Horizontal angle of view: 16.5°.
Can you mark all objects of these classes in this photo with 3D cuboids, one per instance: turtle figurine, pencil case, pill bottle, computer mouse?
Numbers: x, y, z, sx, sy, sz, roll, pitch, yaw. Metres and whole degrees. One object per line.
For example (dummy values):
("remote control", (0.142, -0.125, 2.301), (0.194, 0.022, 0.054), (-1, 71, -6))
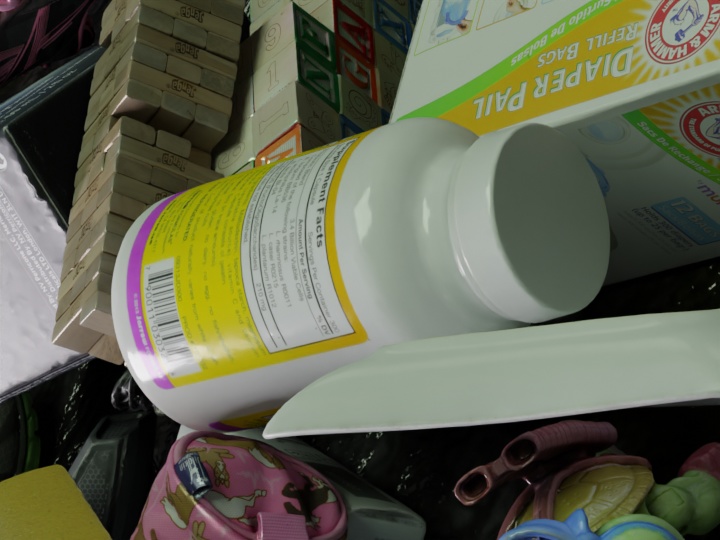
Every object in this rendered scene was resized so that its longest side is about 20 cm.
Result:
("turtle figurine", (0.111, 0.126, 0.888), (0.194, 0.198, 0.145), (-166, 85, -77))
("pencil case", (-0.081, 0.164, 1.033), (0.083, 0.086, 0.201), (37, 111, 22))
("pill bottle", (0.000, 0.000, 0.991), (0.199, 0.104, 0.105), (-15, 50, 41))
("computer mouse", (-0.125, 0.122, 1.196), (0.201, 0.053, 0.139), (-59, 2, 3))

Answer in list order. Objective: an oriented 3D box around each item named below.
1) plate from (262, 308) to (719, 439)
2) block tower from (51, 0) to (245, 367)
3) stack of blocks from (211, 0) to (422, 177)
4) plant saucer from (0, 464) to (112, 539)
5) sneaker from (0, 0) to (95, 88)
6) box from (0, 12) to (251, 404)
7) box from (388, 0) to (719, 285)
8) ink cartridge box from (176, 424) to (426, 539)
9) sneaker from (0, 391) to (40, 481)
("plate", (0.100, 0.033, 0.860), (0.199, 0.199, 0.033), (-7, 85, 40))
("block tower", (-0.094, -0.049, 1.122), (0.058, 0.054, 0.201), (-44, 34, 50))
("stack of blocks", (-0.012, -0.073, 1.187), (0.058, 0.115, 0.201), (-35, 37, 28))
("plant saucer", (-0.168, 0.189, 1.051), (0.201, 0.048, 0.200), (-69, 19, 3))
("sneaker", (-0.181, -0.118, 1.254), (0.200, 0.095, 0.079), (-43, 49, 29))
("box", (-0.155, -0.027, 1.253), (0.198, 0.124, 0.200), (-26, 10, 38))
("box", (0.119, -0.073, 1.019), (0.199, 0.112, 0.102), (-15, 50, 44))
("ink cartridge box", (-0.056, 0.176, 1.105), (0.162, 0.057, 0.201), (25, 102, 57))
("sneaker", (-0.230, 0.126, 1.322), (0.076, 0.084, 0.201), (-17, 49, 44))
